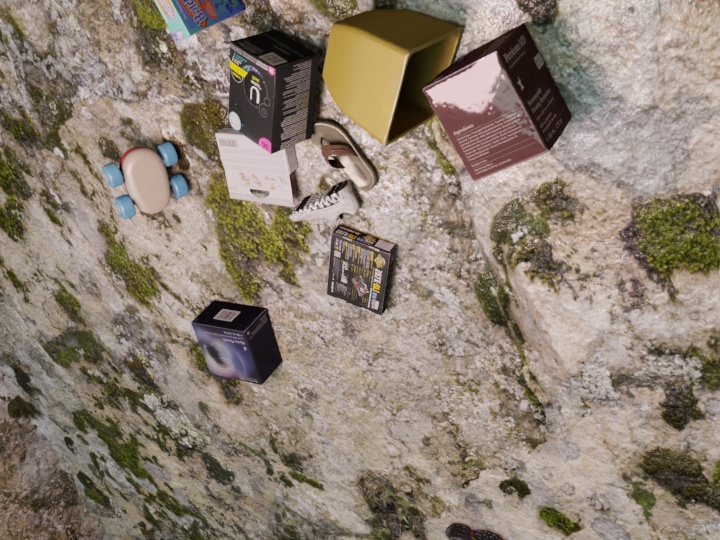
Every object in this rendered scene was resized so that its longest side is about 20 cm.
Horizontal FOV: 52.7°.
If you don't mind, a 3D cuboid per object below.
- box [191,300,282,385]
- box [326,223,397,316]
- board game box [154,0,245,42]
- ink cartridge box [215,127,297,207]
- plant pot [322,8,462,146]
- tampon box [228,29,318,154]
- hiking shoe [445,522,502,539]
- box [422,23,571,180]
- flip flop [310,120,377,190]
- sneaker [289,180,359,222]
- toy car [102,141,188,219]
[{"bbox_3d":[-0.359,0.211,2.122,0.200,0.123,0.199,6,126,29],"label":"box"},{"bbox_3d":[0.000,0.000,1.793,0.159,0.049,0.200,19,130,16],"label":"box"},{"bbox_3d":[-0.340,-0.572,1.487,0.045,0.200,0.152,-12,116,37],"label":"board game box"},{"bbox_3d":[-0.246,-0.252,1.767,0.200,0.045,0.177,10,126,27],"label":"ink cartridge box"},{"bbox_3d":[0.042,-0.395,1.391,0.200,0.194,0.196,34,134,19],"label":"plant pot"},{"bbox_3d":[-0.189,-0.383,1.556,0.150,0.126,0.200,36,137,28],"label":"tampon box"},{"bbox_3d":[0.352,0.820,2.159,0.200,0.076,0.101,14,137,35],"label":"hiking shoe"},{"bbox_3d":[0.253,-0.305,1.330,0.164,0.166,0.200,-18,112,41],"label":"box"},{"bbox_3d":[-0.045,-0.254,1.629,0.200,0.058,0.081,48,133,-7],"label":"flip flop"},{"bbox_3d":[-0.088,-0.145,1.732,0.200,0.075,0.081,-16,121,39],"label":"sneaker"},{"bbox_3d":[-0.591,-0.255,1.931,0.200,0.184,0.177,31,141,50],"label":"toy car"}]
